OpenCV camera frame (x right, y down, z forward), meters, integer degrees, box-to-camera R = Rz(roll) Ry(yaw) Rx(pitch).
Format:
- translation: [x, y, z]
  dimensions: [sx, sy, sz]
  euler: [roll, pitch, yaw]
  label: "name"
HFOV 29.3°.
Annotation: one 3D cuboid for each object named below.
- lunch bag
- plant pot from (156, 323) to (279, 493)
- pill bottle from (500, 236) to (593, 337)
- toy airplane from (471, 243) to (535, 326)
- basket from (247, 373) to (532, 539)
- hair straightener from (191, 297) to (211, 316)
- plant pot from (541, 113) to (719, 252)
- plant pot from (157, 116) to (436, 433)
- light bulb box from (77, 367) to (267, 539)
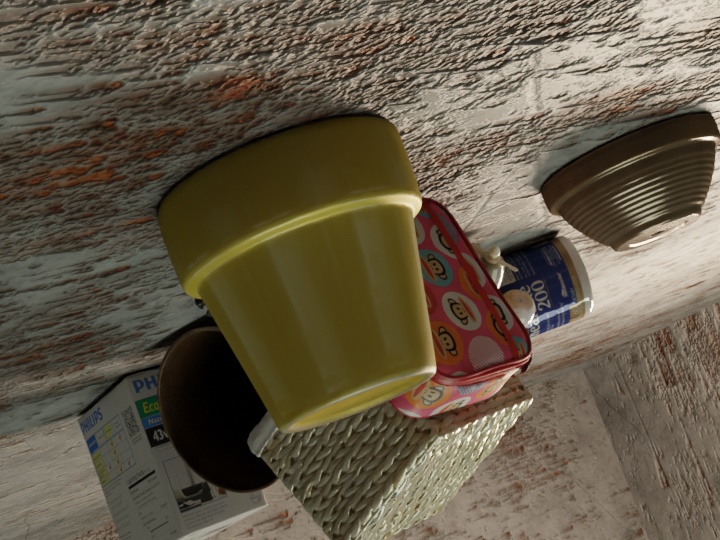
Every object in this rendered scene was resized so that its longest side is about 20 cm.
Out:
- translation: [0.065, 0.030, 1.273]
  dimensions: [0.175, 0.201, 0.082]
  euler: [-10, 150, -45]
  label: "lunch bag"
- translation: [-0.097, 0.125, 1.561]
  dimensions: [0.186, 0.189, 0.199]
  euler: [-28, 179, 34]
  label: "plant pot"
- translation: [0.193, 0.039, 1.790]
  dimensions: [0.198, 0.112, 0.111]
  euler: [-20, 169, -6]
  label: "pill bottle"
- translation: [0.134, 0.064, 1.574]
  dimensions: [0.139, 0.203, 0.199]
  euler: [-11, 173, 16]
  label: "toy airplane"
- translation: [0.034, 0.143, 1.363]
  dimensions: [0.197, 0.161, 0.201]
  euler: [-11, 142, -53]
  label: "basket"
- translation: [-0.123, 0.007, 1.273]
  dimensions: [0.076, 0.041, 0.200]
  euler: [-19, 173, -8]
  label: "hair straightener"
- translation: [0.302, -0.082, 1.472]
  dimensions: [0.198, 0.094, 0.201]
  euler: [-21, 168, -5]
  label: "plant pot"
- translation: [-0.033, 0.012, 1.046]
  dimensions: [0.198, 0.191, 0.201]
  euler: [-20, 168, -4]
  label: "plant pot"
- translation: [-0.237, 0.236, 1.701]
  dimensions: [0.124, 0.202, 0.198]
  euler: [-15, 168, -34]
  label: "light bulb box"
